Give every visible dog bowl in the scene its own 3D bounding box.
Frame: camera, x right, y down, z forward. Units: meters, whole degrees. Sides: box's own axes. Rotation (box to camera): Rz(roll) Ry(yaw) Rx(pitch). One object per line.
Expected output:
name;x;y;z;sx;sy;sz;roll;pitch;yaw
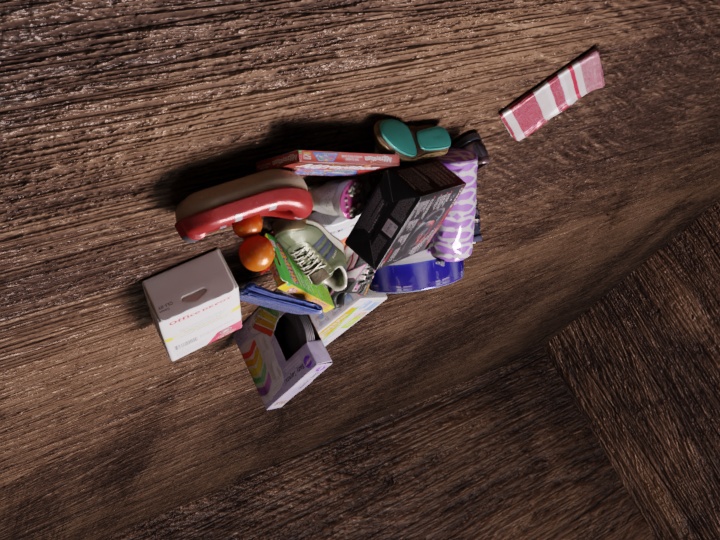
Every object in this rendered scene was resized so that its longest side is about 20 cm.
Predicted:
dog bowl;0.106;-0.017;1.815;0.197;0.080;0.200;-8;-169;2

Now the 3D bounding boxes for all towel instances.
towel;0.349;-0.312;1.647;0.199;0.023;0.144;-33;161;12
towel;-0.155;0.052;1.621;0.143;0.024;0.200;16;172;-17

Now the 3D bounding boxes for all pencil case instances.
pencil case;0.162;-0.115;1.614;0.084;0.085;0.203;-26;126;-49

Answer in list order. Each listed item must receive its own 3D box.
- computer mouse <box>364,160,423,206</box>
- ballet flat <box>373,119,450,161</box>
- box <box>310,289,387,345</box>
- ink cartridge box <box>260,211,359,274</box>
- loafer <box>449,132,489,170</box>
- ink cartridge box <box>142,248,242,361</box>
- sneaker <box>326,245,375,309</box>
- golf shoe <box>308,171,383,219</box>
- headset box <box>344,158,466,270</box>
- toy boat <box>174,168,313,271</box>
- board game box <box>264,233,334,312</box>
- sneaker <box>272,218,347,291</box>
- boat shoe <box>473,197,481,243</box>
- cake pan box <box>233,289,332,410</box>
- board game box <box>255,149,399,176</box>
computer mouse;0.065;-0.141;1.535;0.200;0.034;0.059;-42;143;-49
ballet flat;0.067;-0.201;1.462;0.072;0.069;0.199;-26;173;37
box;-0.062;0.070;1.909;0.199;0.102;0.112;-39;160;27
ink cartridge box;-0.084;-0.049;1.643;0.198;0.050;0.163;-28;162;-16
loafer;0.155;-0.167;1.668;0.071;0.064;0.200;-9;153;-49
ink cartridge box;-0.286;0.061;1.570;0.144;0.084;0.201;-25;162;-16
sneaker;0.000;0.000;1.694;0.200;0.087;0.080;-40;161;30
golf shoe;-0.018;-0.130;1.519;0.090;0.077;0.199;3;-171;23
headset box;0.081;-0.096;1.494;0.199;0.075;0.150;-22;149;-57
toy boat;-0.159;-0.064;1.306;0.198;0.133;0.130;-19;-176;-21
board game box;-0.112;0.006;1.596;0.030;0.097;0.200;-28;155;12
sneaker;-0.077;-0.022;1.562;0.066;0.091;0.200;-22;156;21
boat shoe;0.140;-0.079;1.695;0.197;0.094;0.075;-11;175;-21
cake pan box;-0.160;0.156;1.857;0.052;0.186;0.200;-7;153;-49
board game box;-0.046;-0.158;1.354;0.198;0.020;0.102;-4;177;-43
